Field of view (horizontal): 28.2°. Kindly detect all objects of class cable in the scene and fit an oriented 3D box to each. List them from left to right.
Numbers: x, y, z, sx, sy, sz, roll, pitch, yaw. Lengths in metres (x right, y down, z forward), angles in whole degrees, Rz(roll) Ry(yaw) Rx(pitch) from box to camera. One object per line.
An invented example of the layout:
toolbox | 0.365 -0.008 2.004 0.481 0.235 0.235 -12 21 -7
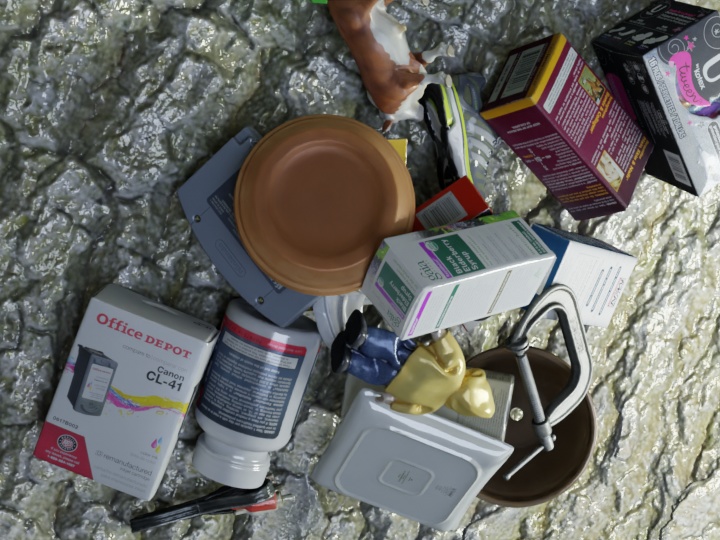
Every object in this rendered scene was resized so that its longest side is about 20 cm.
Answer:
cable | -0.174 0.291 1.715 0.199 0.097 0.051 -19 93 -14

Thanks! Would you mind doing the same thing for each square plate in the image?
square plate | 0.057 0.239 1.731 0.197 0.029 0.200 22 135 -6

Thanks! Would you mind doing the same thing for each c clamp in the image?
c clamp | 0.214 0.122 1.665 0.171 0.027 0.201 -33 123 -30

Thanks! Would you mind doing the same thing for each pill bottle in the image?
pill bottle | -0.127 0.145 1.670 0.119 0.120 0.201 14 101 -23

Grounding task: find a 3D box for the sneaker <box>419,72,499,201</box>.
sneaker | 0.134 -0.143 1.701 0.081 0.074 0.201 -22 116 -17

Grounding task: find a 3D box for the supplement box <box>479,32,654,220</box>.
supplement box | 0.248 -0.167 1.700 0.200 0.085 0.111 44 56 -26

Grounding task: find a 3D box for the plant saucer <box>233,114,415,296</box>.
plant saucer | -0.038 -0.074 1.545 0.199 0.037 0.201 1 81 -5

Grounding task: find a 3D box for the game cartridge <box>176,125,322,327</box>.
game cartridge | -0.110 -0.043 1.600 0.133 0.042 0.200 -40 85 25

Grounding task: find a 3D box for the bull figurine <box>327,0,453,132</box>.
bull figurine | 0.036 -0.244 1.605 0.200 0.121 0.065 56 40 -29

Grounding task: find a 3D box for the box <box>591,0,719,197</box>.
box | 0.390 -0.212 1.734 0.114 0.132 0.201 -33 115 -8

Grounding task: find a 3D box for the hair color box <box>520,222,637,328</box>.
hair color box | 0.257 0.008 1.745 0.200 0.060 0.100 10 105 -56

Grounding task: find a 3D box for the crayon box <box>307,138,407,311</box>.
crayon box | -0.013 -0.059 1.684 0.125 0.052 0.201 -4 109 -18

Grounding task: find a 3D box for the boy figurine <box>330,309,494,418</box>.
boy figurine | 0.071 0.111 1.624 0.199 0.065 0.125 21 117 -18

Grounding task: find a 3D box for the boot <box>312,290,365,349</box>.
boot | 0.000 0.000 1.618 0.074 0.095 0.201 -36 125 -56

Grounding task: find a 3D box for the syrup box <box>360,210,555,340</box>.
syrup box | 0.107 0.003 1.554 0.199 0.079 0.082 -12 140 -38

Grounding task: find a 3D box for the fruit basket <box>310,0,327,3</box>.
fruit basket | -0.046 -0.390 1.508 0.214 0.156 0.217 -2 111 -4

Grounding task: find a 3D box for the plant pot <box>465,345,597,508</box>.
plant pot | 0.196 0.189 1.795 0.200 0.093 0.202 1 95 8

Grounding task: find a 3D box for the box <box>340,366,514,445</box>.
box | 0.082 0.151 1.726 0.199 0.068 0.083 11 97 7

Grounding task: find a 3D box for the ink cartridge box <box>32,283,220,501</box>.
ink cartridge box | -0.264 0.137 1.616 0.147 0.086 0.201 21 101 -1

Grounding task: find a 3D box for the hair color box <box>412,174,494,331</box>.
hair color box | 0.125 -0.017 1.686 0.101 0.061 0.200 -34 146 3
